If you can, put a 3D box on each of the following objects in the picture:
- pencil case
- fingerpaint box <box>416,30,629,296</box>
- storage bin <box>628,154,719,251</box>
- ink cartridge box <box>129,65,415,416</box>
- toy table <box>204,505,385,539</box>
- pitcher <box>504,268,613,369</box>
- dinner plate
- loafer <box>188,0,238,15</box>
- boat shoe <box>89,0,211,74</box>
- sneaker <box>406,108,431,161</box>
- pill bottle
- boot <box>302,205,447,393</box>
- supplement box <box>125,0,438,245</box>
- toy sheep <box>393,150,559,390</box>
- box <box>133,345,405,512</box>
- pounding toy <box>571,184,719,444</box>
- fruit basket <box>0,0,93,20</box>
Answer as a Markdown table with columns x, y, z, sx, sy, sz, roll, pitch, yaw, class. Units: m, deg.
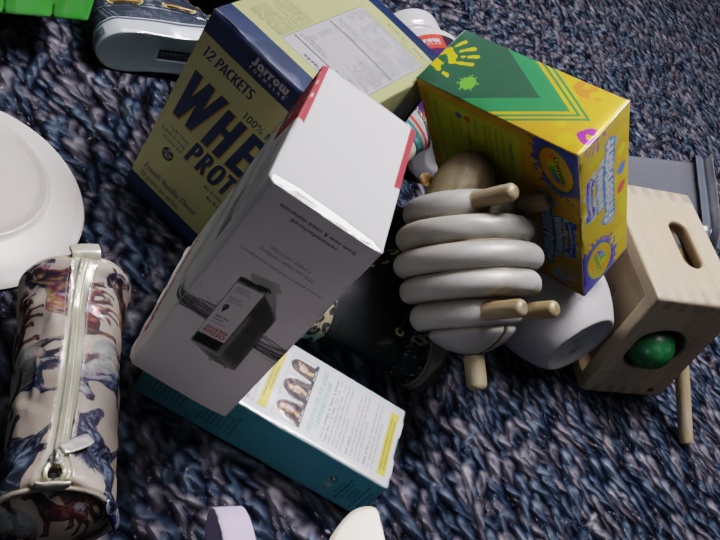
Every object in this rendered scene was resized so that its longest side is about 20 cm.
| x | y | z | sx | sy | sz | roll | pitch | yaw | class |
| --- | --- | --- | --- | --- | --- | --- | --- | --- | --- |
| -0.192 | 0.078 | 0.610 | 0.078 | 0.089 | 0.200 | 16 | 43 | -27 | pencil case |
| 0.148 | -0.092 | 0.829 | 0.167 | 0.200 | 0.073 | 33 | 70 | 32 | fingerpaint box |
| 0.357 | -0.057 | 1.171 | 0.134 | 0.146 | 0.200 | 12 | 39 | 9 | storage bin |
| -0.060 | -0.017 | 0.640 | 0.083 | 0.200 | 0.147 | 33 | 39 | -13 | ink cartridge box |
| -0.026 | 0.232 | 0.546 | 0.117 | 0.184 | 0.201 | 1 | 59 | -18 | toy table |
| 0.189 | -0.014 | 0.960 | 0.171 | 0.121 | 0.200 | -28 | 62 | -6 | pitcher |
| -0.307 | -0.071 | 0.713 | 0.200 | 0.024 | 0.201 | 21 | 42 | -21 | dinner plate |
| -0.177 | -0.297 | 0.997 | 0.200 | 0.073 | 0.071 | 22 | 41 | -23 | loafer |
| -0.176 | -0.245 | 0.948 | 0.200 | 0.071 | 0.091 | 3 | 55 | -35 | boat shoe |
| -0.024 | -0.166 | 0.998 | 0.200 | 0.070 | 0.093 | 38 | 70 | 23 | sneaker |
| 0.080 | -0.210 | 1.092 | 0.111 | 0.111 | 0.200 | 9 | 48 | -33 | pill bottle |
| 0.001 | 0.000 | 0.848 | 0.153 | 0.073 | 0.204 | 23 | 45 | -29 | boot |
| -0.063 | -0.131 | 0.826 | 0.134 | 0.200 | 0.200 | 43 | 38 | 6 | supplement box |
| 0.092 | -0.001 | 0.780 | 0.138 | 0.138 | 0.201 | 6 | 79 | -35 | toy sheep |
| -0.066 | 0.101 | 0.721 | 0.200 | 0.049 | 0.082 | 32 | 39 | -10 | box |
| 0.307 | 0.050 | 0.992 | 0.142 | 0.184 | 0.200 | 7 | 48 | -19 | pounding toy |
| -0.327 | -0.326 | 0.803 | 0.215 | 0.216 | 0.155 | -8 | 20 | -43 | fruit basket |
